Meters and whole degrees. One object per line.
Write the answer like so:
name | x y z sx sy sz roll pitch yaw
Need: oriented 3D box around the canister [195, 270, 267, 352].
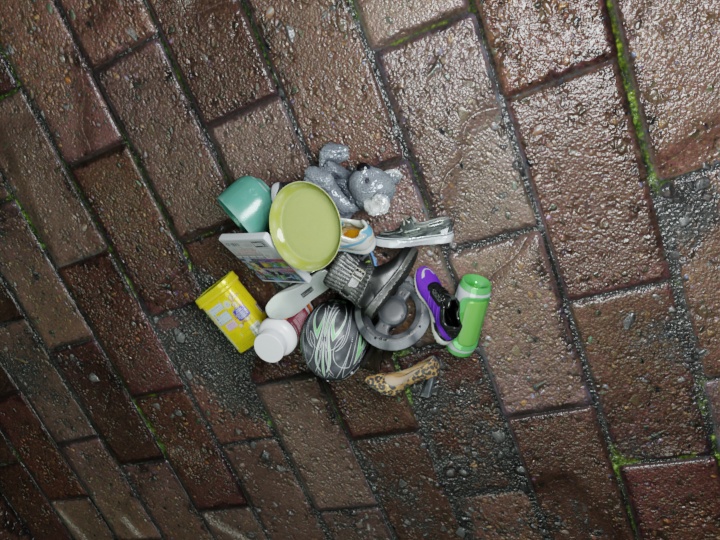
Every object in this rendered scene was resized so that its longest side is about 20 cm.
canister | -0.358 0.122 1.780 0.147 0.087 0.201 -31 103 29

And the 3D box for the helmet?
helmet | -0.069 0.183 1.644 0.196 0.191 0.204 8 117 15

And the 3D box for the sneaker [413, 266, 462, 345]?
sneaker | 0.200 0.071 1.516 0.203 0.068 0.100 69 153 16

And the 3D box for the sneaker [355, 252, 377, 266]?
sneaker | 0.000 0.001 1.560 0.202 0.081 0.071 61 145 27

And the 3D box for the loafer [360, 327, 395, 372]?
loafer | 0.063 0.200 1.684 0.070 0.073 0.202 26 130 1

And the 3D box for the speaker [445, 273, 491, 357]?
speaker | 0.268 0.114 1.555 0.087 0.089 0.203 15 119 11

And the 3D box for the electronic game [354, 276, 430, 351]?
electronic game | 0.082 0.104 1.578 0.196 0.204 0.042 14 164 12

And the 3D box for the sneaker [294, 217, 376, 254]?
sneaker | -0.065 -0.084 1.443 0.196 0.078 0.081 -3 147 13

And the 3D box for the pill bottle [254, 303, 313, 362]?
pill bottle | -0.207 0.156 1.675 0.111 0.201 0.115 8 118 15

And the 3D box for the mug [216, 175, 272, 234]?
mug | -0.263 -0.151 1.577 0.114 0.152 0.186 -43 112 -10

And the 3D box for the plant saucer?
plant saucer | -0.120 -0.101 1.406 0.196 0.031 0.205 7 105 28

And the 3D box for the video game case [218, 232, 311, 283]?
video game case | -0.241 -0.031 1.568 0.198 0.023 0.182 2 144 44

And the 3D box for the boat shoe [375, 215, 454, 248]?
boat shoe | 0.129 -0.099 1.517 0.196 0.072 0.072 -6 105 11

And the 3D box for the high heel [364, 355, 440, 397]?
high heel | 0.114 0.272 1.689 0.196 0.072 0.145 8 125 -3

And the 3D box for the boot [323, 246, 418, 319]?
boot | 0.026 -0.009 1.484 0.157 0.080 0.212 38 79 13

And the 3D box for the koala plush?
koala plush | -0.005 -0.191 1.463 0.196 0.179 0.186 0 127 18

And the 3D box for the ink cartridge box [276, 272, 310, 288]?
ink cartridge box | -0.185 -0.037 1.666 0.198 0.044 0.175 34 122 1

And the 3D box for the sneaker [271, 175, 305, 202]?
sneaker | -0.142 -0.129 1.516 0.112 0.075 0.204 -16 91 16

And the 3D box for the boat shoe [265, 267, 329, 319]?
boat shoe | -0.158 0.059 1.620 0.198 0.064 0.072 -30 105 0
